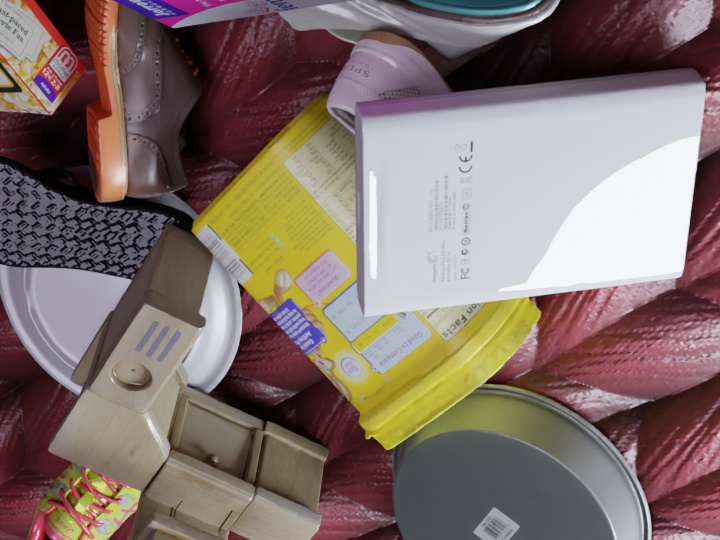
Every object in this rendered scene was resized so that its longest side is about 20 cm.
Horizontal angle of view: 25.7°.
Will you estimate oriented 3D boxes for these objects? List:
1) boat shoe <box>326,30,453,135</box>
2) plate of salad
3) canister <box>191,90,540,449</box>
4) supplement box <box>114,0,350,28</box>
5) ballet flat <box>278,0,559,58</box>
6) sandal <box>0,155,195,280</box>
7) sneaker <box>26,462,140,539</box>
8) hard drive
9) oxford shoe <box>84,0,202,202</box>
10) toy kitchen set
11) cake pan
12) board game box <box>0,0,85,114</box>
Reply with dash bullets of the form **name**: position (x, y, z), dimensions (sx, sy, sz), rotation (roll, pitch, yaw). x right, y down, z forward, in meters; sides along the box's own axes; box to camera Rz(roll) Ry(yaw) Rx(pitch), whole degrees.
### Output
- **boat shoe**: position (0.049, -0.051, 0.953), dimensions (0.200, 0.070, 0.071), rotation (46, 159, -23)
- **plate of salad**: position (-0.177, 0.013, 1.167), dimensions (0.197, 0.048, 0.203), rotation (7, 116, 15)
- **canister**: position (0.000, 0.000, 1.032), dimensions (0.200, 0.087, 0.148), rotation (47, 131, -4)
- **supplement box**: position (-0.047, -0.207, 0.875), dimensions (0.198, 0.101, 0.105), rotation (-3, 83, 26)
- **ballet flat**: position (0.031, -0.159, 0.930), dimensions (0.198, 0.069, 0.070), rotation (13, 126, 28)
- **sandal**: position (-0.206, -0.036, 1.108), dimensions (0.197, 0.045, 0.076), rotation (14, 114, -1)
- **sneaker**: position (-0.214, 0.183, 1.274), dimensions (0.078, 0.090, 0.200), rotation (39, 130, 2)
- **hard drive**: position (0.096, -0.044, 0.911), dimensions (0.197, 0.026, 0.133), rotation (-7, 124, -10)
- **oxford shoe**: position (-0.143, -0.145, 1.042), dimensions (0.072, 0.071, 0.203), rotation (-3, 116, -17)
- **toy kitchen set**: position (-0.096, 0.120, 1.079), dimensions (0.198, 0.164, 0.181), rotation (26, 130, -15)
- **cake pan**: position (0.106, 0.174, 1.119), dimensions (0.198, 0.037, 0.202), rotation (15, 127, 21)
- **board game box**: position (-0.292, -0.188, 1.027), dimensions (0.150, 0.047, 0.201), rotation (7, 144, 40)
